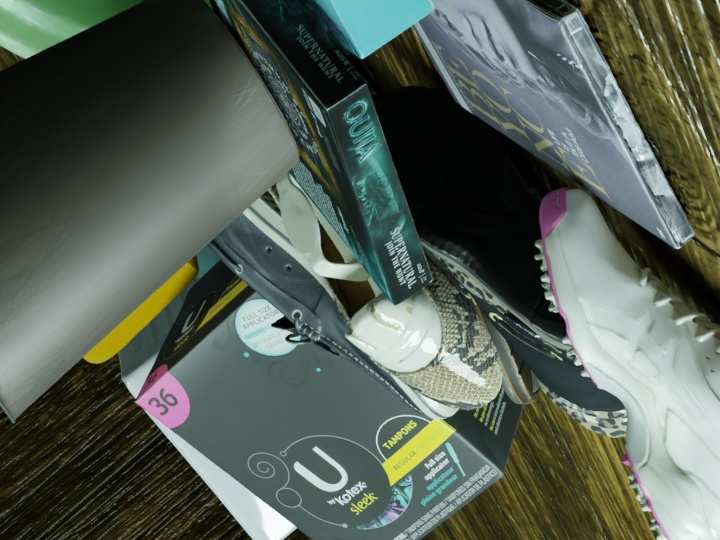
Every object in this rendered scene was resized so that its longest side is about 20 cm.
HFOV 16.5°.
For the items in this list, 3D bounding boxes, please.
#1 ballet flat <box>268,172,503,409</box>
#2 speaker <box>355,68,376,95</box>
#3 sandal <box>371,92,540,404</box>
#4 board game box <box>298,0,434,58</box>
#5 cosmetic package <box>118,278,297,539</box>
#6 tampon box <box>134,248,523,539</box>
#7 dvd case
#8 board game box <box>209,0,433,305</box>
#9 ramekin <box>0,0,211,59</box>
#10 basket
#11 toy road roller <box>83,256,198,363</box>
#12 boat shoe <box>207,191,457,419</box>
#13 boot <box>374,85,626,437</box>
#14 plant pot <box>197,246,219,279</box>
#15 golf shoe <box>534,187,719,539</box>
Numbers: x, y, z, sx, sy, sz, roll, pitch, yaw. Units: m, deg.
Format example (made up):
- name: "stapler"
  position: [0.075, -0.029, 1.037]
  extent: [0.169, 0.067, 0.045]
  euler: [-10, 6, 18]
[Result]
- name: "ballet flat"
  position: [0.000, 0.000, 1.390]
  extent: [0.200, 0.068, 0.075]
  euler: [55, -155, 10]
- name: "speaker"
  position: [0.012, -0.036, 1.518]
  extent: [0.200, 0.088, 0.088]
  euler: [51, 171, -11]
- name: "sandal"
  position: [0.046, -0.009, 1.449]
  extent: [0.200, 0.055, 0.082]
  euler: [56, -154, -12]
- name: "board game box"
  position: [-0.053, -0.212, 1.185]
  extent: [0.151, 0.047, 0.200]
  euler: [40, 162, 57]
- name: "cosmetic package"
  position: [-0.048, 0.061, 1.785]
  extent: [0.165, 0.200, 0.165]
  euler: [51, 180, -13]
- name: "tampon box"
  position: [-0.013, 0.070, 1.614]
  extent: [0.200, 0.150, 0.126]
  euler: [38, -143, -13]
- name: "dvd case"
  position: [0.071, -0.101, 1.192]
  extent: [0.200, 0.016, 0.149]
  euler: [40, 167, 51]
- name: "board game box"
  position: [-0.025, -0.080, 1.268]
  extent: [0.135, 0.028, 0.200]
  euler: [52, 171, 29]
- name: "ramekin"
  position: [-0.144, -0.193, 1.372]
  extent: [0.200, 0.098, 0.200]
  euler: [17, 156, 8]
- name: "basket"
  position: [-0.144, -0.048, 1.279]
  extent: [0.180, 0.200, 0.136]
  euler: [50, 170, 30]
- name: "toy road roller"
  position: [-0.161, -0.052, 1.535]
  extent: [0.123, 0.200, 0.146]
  euler: [46, -176, 19]
- name: "boat shoe"
  position: [-0.018, 0.016, 1.464]
  extent: [0.200, 0.062, 0.075]
  euler: [44, -149, 0]
- name: "boot"
  position: [0.084, 0.000, 1.375]
  extent: [0.204, 0.073, 0.154]
  euler: [46, 173, 32]
- name: "plant pot"
  position: [-0.138, -0.095, 1.716]
  extent: [0.188, 0.200, 0.200]
  euler: [37, 173, -12]
- name: "golf shoe"
  position: [0.155, 0.042, 1.219]
  extent: [0.200, 0.091, 0.075]
  euler: [63, -162, -6]
